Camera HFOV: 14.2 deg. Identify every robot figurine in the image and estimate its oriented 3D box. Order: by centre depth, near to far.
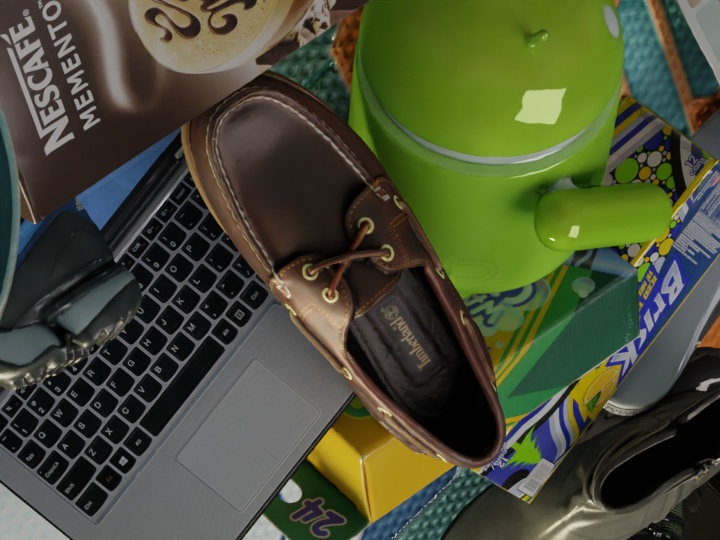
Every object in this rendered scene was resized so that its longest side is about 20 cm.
[{"bbox_3d":[0.053,-0.069,1.251,0.115,0.176,0.200,-25,152,-17],"label":"robot figurine"}]

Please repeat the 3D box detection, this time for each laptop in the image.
[{"bbox_3d":[-0.102,0.020,1.208,0.188,0.200,0.116,-51,179,2],"label":"laptop"}]

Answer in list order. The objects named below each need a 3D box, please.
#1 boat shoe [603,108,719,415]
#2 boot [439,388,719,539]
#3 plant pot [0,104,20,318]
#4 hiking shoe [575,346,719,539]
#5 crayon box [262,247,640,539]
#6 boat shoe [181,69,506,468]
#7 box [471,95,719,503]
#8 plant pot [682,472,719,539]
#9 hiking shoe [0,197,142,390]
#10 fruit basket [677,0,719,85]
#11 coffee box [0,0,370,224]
[{"bbox_3d":[0.181,-0.009,1.543,0.201,0.070,0.066,-61,177,-7],"label":"boat shoe"},{"bbox_3d":[0.121,0.116,1.506,0.199,0.068,0.131,-33,174,-3],"label":"boot"},{"bbox_3d":[-0.217,-0.013,1.005,0.200,0.200,0.135,-45,180,-7],"label":"plant pot"},{"bbox_3d":[0.158,0.136,1.610,0.200,0.101,0.076,-49,154,1],"label":"hiking shoe"},{"bbox_3d":[0.016,0.032,1.337,0.200,0.126,0.052,-34,142,-23],"label":"crayon box"},{"bbox_3d":[0.000,0.000,1.199,0.070,0.070,0.200,-39,116,-1],"label":"boat shoe"},{"bbox_3d":[0.112,0.016,1.479,0.200,0.070,0.064,-52,143,3],"label":"box"},{"bbox_3d":[0.278,0.207,1.754,0.177,0.200,0.200,2,122,-34],"label":"plant pot"},{"bbox_3d":[-0.188,0.028,1.144,0.199,0.087,0.074,-28,177,-2],"label":"hiking shoe"},{"bbox_3d":[0.245,-0.151,1.432,0.185,0.094,0.200,-42,125,-11],"label":"fruit basket"},{"bbox_3d":[-0.082,-0.125,1.108,0.200,0.080,0.113,-35,133,-21],"label":"coffee box"}]
